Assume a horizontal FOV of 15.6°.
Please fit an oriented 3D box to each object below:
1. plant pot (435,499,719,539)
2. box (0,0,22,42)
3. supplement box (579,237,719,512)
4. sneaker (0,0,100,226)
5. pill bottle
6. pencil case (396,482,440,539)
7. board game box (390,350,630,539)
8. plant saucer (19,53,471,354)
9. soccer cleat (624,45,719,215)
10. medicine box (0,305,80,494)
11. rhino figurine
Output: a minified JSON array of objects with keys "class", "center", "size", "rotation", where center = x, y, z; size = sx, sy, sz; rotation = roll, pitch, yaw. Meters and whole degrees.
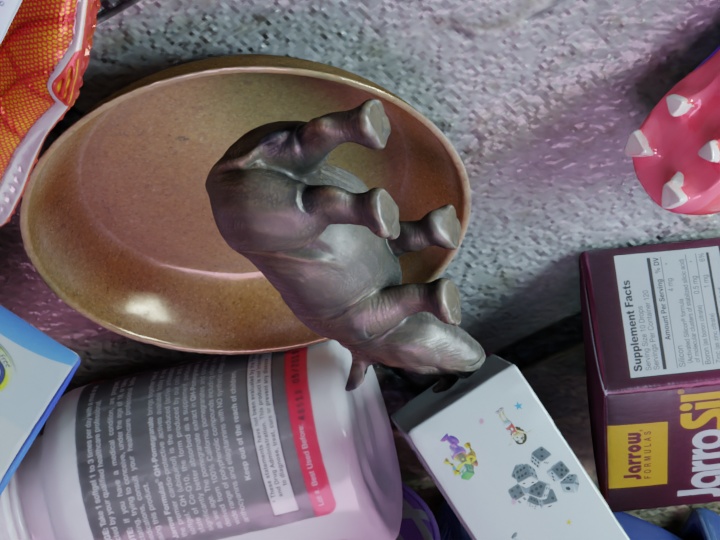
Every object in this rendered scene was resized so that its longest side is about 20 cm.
[{"class":"plant pot","center":[0.130,0.246,1.428],"size":[0.179,0.200,0.200],"rotation":[-2,143,-15]},{"class":"box","center":[-0.196,-0.183,0.840],"size":[0.199,0.184,0.105],"rotation":[12,141,-20]},{"class":"supplement box","center":[0.209,0.045,1.259],"size":[0.199,0.086,0.111],"rotation":[-6,143,2]},{"class":"sneaker","center":[-0.150,-0.090,1.060],"size":[0.077,0.073,0.200],"rotation":[20,134,-14]},{"class":"pill bottle","center":[-0.088,0.101,1.277],"size":[0.199,0.111,0.111],"rotation":[-14,142,11]},{"class":"pencil case","center":[-0.036,0.184,1.420],"size":[0.085,0.084,0.200],"rotation":[34,130,-9]},{"class":"board game box","center":[0.096,0.139,1.239],"size":[0.064,0.200,0.148],"rotation":[-33,-178,0]},{"class":"plant saucer","center":[-0.052,-0.035,1.167],"size":[0.199,0.036,0.200],"rotation":[-4,143,-3]},{"class":"soccer cleat","center":[0.195,-0.094,1.111],"size":[0.076,0.067,0.200],"rotation":[-10,151,-51]},{"class":"medicine box","center":[-0.256,0.072,1.177],"size":[0.182,0.103,0.200],"rotation":[33,134,-7]},{"class":"rhino figurine","center":[0.000,0.000,1.140],"size":[0.087,0.060,0.200],"rotation":[-5,146,23]}]
